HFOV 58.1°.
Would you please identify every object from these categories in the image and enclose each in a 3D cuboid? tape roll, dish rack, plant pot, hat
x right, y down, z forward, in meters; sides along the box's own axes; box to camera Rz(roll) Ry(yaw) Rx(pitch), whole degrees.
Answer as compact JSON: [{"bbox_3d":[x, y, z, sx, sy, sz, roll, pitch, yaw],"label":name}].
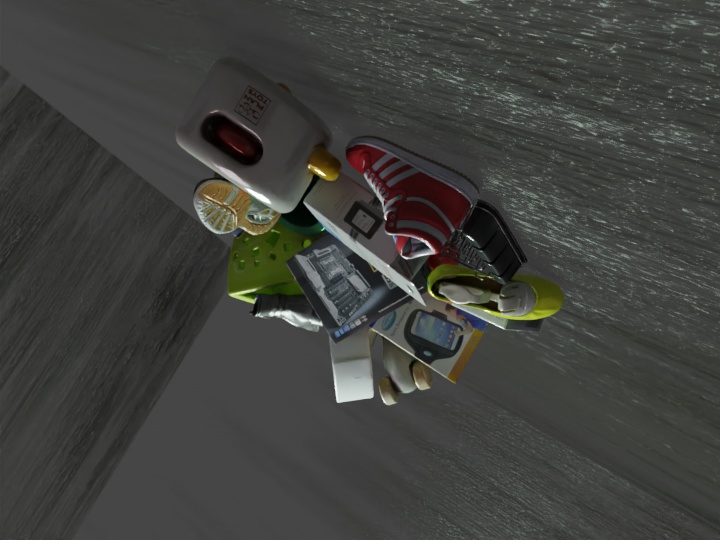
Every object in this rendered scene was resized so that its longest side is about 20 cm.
[{"bbox_3d":[-0.022,0.136,1.192,0.069,0.208,0.203,-6,172,-3],"label":"tape roll"},{"bbox_3d":[0.119,-0.057,0.892,0.198,0.055,0.153,28,169,41],"label":"dish rack"},{"bbox_3d":[-0.129,-0.045,1.220,0.195,0.186,0.199,-13,166,17],"label":"plant pot"},{"bbox_3d":[-0.062,-0.166,1.062,0.165,0.176,0.201,42,140,7],"label":"hat"}]

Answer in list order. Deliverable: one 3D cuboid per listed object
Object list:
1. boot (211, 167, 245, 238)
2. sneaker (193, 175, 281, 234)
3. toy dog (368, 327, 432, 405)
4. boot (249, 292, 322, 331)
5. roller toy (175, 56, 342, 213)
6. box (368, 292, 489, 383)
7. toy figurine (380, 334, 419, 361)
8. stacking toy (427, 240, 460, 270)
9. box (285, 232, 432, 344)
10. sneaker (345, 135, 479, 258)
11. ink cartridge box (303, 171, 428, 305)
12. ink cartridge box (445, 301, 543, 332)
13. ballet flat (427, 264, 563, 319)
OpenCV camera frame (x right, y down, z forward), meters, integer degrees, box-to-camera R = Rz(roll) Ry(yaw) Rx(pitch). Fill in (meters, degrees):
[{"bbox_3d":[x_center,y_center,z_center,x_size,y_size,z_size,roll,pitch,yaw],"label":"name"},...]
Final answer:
[{"bbox_3d":[-0.241,-0.151,1.106,0.200,0.097,0.075,43,-177,4],"label":"boot"},{"bbox_3d":[-0.197,-0.107,0.961,0.088,0.076,0.199,48,-170,17],"label":"sneaker"},{"bbox_3d":[0.069,0.137,1.178,0.128,0.206,0.096,0,-178,13],"label":"toy dog"},{"bbox_3d":[-0.133,0.066,1.173,0.128,0.072,0.200,7,168,-6],"label":"boot"},{"bbox_3d":[-0.131,-0.177,0.838,0.181,0.142,0.199,31,-176,-44],"label":"roller toy"},{"bbox_3d":[0.107,0.085,1.096,0.198,0.121,0.041,33,176,-11],"label":"box"},{"bbox_3d":[0.112,0.053,1.275,0.184,0.147,0.205,-62,-44,-71],"label":"toy figurine"},{"bbox_3d":[0.077,-0.043,1.069,0.197,0.087,0.085,18,165,34],"label":"stacking toy"},{"bbox_3d":[0.000,0.000,1.030,0.160,0.198,0.050,58,-155,-4],"label":"box"},{"bbox_3d":[0.037,-0.089,0.802,0.198,0.114,0.071,27,170,33],"label":"sneaker"},{"bbox_3d":[0.026,-0.047,0.893,0.199,0.067,0.116,38,175,22],"label":"ink cartridge box"},{"bbox_3d":[0.191,0.041,1.056,0.107,0.052,0.198,10,-170,-45],"label":"ink cartridge box"},{"bbox_3d":[0.187,0.035,0.923,0.195,0.069,0.067,11,-165,18],"label":"ballet flat"}]
